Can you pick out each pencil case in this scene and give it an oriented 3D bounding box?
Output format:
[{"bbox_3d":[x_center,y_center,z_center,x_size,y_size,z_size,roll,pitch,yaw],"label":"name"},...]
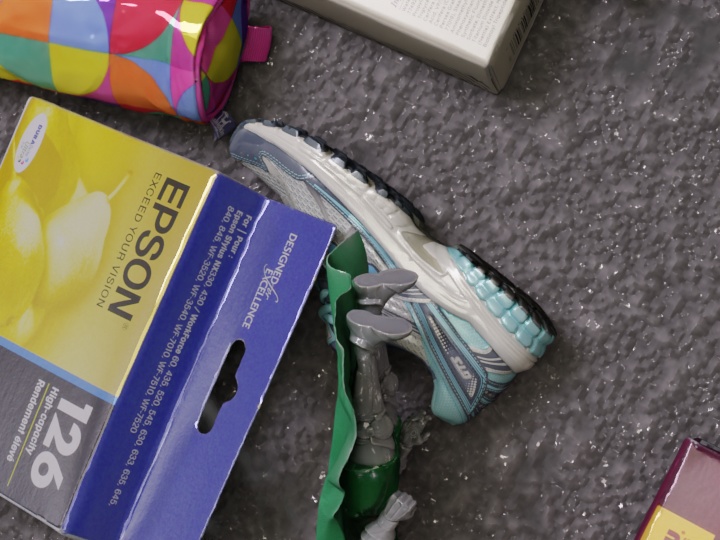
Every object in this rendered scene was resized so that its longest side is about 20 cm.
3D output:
[{"bbox_3d":[-0.154,-0.133,0.957,0.198,0.088,0.089,14,86,12],"label":"pencil case"}]

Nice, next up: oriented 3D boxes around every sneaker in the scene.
[{"bbox_3d":[0.000,0.000,0.917,0.200,0.078,0.087,39,95,12],"label":"sneaker"}]

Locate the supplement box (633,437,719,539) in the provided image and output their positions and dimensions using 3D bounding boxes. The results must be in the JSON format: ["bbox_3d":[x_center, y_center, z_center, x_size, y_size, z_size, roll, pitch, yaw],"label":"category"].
[{"bbox_3d":[0.216,0.180,0.842,0.199,0.103,0.132,27,90,13],"label":"supplement box"}]

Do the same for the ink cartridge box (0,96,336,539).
[{"bbox_3d":[-0.134,0.031,0.920,0.199,0.047,0.199,21,87,37],"label":"ink cartridge box"}]

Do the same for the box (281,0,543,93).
[{"bbox_3d":[-0.002,-0.172,0.939,0.199,0.068,0.083,26,88,12],"label":"box"}]

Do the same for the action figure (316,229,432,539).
[{"bbox_3d":[0.005,0.097,0.875,0.054,0.118,0.201,5,124,5],"label":"action figure"}]
